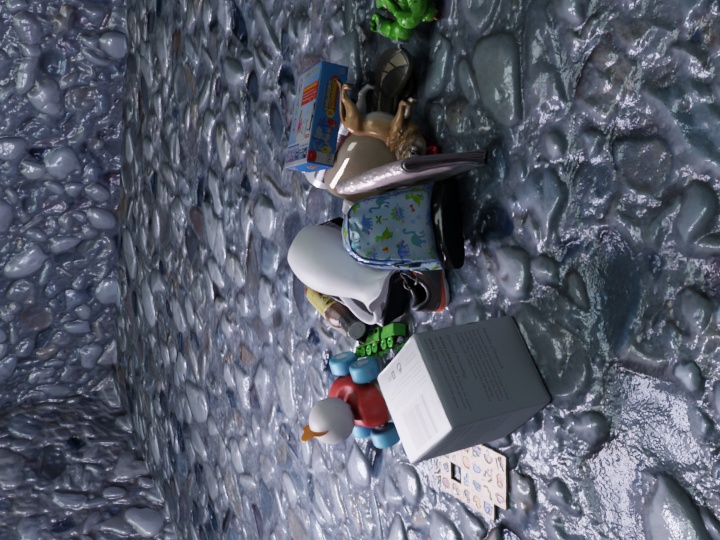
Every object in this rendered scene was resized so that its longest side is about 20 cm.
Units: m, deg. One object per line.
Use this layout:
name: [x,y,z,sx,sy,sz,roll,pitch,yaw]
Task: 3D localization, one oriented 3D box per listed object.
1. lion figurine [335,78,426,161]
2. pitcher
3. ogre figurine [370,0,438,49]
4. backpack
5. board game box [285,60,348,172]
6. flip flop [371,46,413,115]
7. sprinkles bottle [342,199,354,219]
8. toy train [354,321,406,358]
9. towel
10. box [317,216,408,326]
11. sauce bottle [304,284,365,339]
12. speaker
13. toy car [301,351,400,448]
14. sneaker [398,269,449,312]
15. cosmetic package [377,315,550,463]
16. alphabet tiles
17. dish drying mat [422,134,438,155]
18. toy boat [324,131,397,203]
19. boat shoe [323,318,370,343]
lion figurine: [0.034,-0.266,1.600,0.199,0.072,0.123,22,118,13]
pitcher: [-0.038,0.013,1.681,0.199,0.121,0.172,29,141,14]
ogre figurine: [0.077,-0.480,1.549,0.200,0.098,0.120,-43,51,30]
backpack: [0.067,-0.073,1.546,0.199,0.154,0.164,-1,95,30]
board game box: [-0.091,-0.302,1.762,0.200,0.056,0.197,-167,86,-73]
flip flop: [0.068,-0.346,1.652,0.081,0.057,0.200,62,161,23]
sprinkles bottle: [-0.013,-0.056,1.850,0.068,0.068,0.201,44,134,48]
toy train: [0.039,0.147,1.835,0.200,0.042,0.057,152,122,-62]
towel: [0.086,-0.165,1.504,0.200,0.190,0.032,-13,88,56]
box: [0.000,0.000,1.762,0.199,0.079,0.142,29,122,28]
sauce bottle: [-0.050,0.078,1.822,0.200,0.064,0.065,41,131,51]
speaker: [-0.053,-0.268,1.857,0.081,0.081,0.200,64,146,29]
toy car: [-0.048,0.296,1.825,0.177,0.199,0.185,7,118,60]
sneaker: [0.109,-0.018,1.617,0.077,0.082,0.201,-16,85,53]
cosmetic package: [0.167,0.195,1.454,0.165,0.199,0.166,-55,51,51]
alphabet tiles: [0.207,0.359,1.622,0.200,0.008,0.168,16,110,58]
dish drying mat: [0.109,-0.152,1.657,0.077,0.018,0.201,43,133,47]
toy boat: [0.014,-0.230,1.731,0.200,0.130,0.131,130,155,-53]
boat shoe: [-0.016,0.094,1.908,0.093,0.074,0.200,-66,22,-1]
